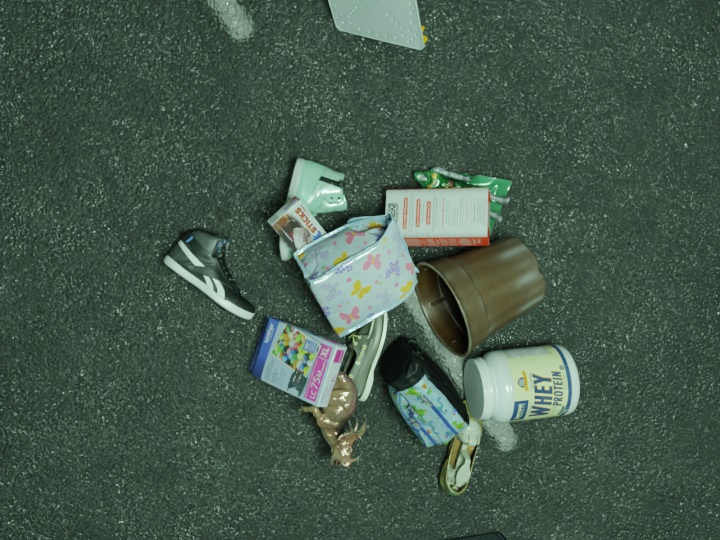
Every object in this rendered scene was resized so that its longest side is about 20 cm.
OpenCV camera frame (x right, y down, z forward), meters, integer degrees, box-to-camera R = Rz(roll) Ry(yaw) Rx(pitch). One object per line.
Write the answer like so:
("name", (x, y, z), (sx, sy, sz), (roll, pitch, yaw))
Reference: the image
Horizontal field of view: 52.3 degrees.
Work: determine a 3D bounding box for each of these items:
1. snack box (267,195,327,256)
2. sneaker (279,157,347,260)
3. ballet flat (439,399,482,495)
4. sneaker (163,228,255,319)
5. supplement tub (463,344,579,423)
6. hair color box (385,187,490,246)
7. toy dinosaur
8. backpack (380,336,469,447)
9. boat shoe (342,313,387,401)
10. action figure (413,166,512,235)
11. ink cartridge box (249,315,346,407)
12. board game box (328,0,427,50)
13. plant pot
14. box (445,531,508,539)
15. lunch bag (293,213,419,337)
("snack box", (-0.095, -0.051, 1.394), (0.072, 0.024, 0.200), (-43, 133, -6))
("sneaker", (-0.089, -0.107, 1.415), (0.118, 0.074, 0.201), (13, 89, -5))
("ballet flat", (0.214, 0.368, 1.511), (0.070, 0.071, 0.201), (16, 90, -11))
("sneaker", (-0.262, -0.003, 1.392), (0.200, 0.073, 0.112), (36, 88, -9))
("supplement tub", (0.322, 0.229, 1.482), (0.199, 0.145, 0.146), (-5, 95, -10))
("hair color box", (0.149, -0.103, 1.421), (0.199, 0.061, 0.102), (1, 76, 13))
("toy dinosaur", (-0.040, 0.263, 1.406), (0.135, 0.086, 0.201), (15, 104, 21))
("backpack", (0.130, 0.251, 1.452), (0.200, 0.163, 0.154), (37, 95, -18))
("boat shoe", (0.003, 0.158, 1.454), (0.060, 0.072, 0.203), (13, 95, -16))
("action figure", (0.198, -0.158, 1.482), (0.199, 0.055, 0.119), (19, 93, -7))
("ink cartridge box", (-0.130, 0.167, 1.384), (0.042, 0.199, 0.120), (18, 91, -56))
("board game box", (0.020, -0.503, 1.319), (0.199, 0.200, 0.026), (23, 65, 27))
("plant pot", (0.240, 0.038, 1.438), (0.198, 0.200, 0.201), (-24, 98, -15))
("box", (0.221, 0.642, 1.510), (0.199, 0.107, 0.149), (-5, 94, -10))
("lunch bag", (0.000, 0.000, 1.392), (0.199, 0.127, 0.170), (-29, 131, -1))
